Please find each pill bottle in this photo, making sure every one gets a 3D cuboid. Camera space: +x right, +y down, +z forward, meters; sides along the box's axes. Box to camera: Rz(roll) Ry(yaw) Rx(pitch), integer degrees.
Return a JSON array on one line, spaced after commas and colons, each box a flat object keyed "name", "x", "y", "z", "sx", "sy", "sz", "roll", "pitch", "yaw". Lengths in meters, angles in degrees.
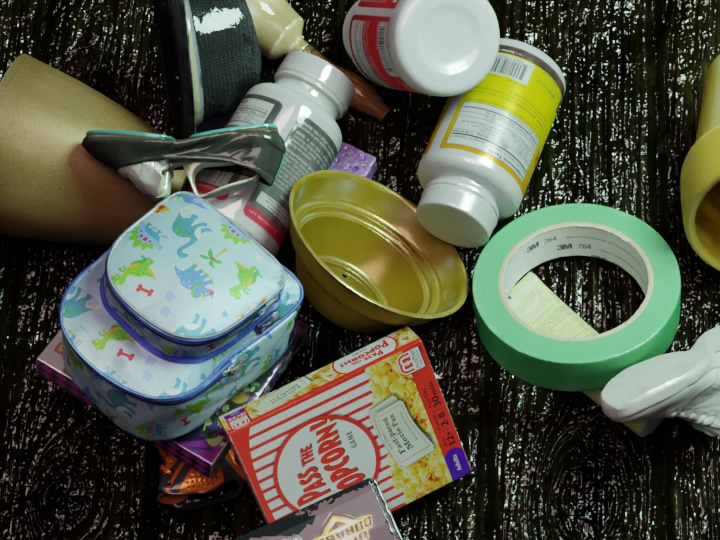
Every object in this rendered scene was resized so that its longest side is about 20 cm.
[{"name": "pill bottle", "x": -0.087, "y": -0.117, "z": 1.745, "sx": 0.111, "sy": 0.111, "sz": 0.200, "roll": 26, "pitch": 75, "yaw": 16}, {"name": "pill bottle", "x": 0.126, "y": -0.126, "z": 1.745, "sx": 0.109, "sy": 0.109, "sz": 0.200, "roll": 18, "pitch": 65, "yaw": 13}, {"name": "pill bottle", "x": 0.053, "y": -0.237, "z": 1.757, "sx": 0.112, "sy": 0.200, "sz": 0.112, "roll": -3, "pitch": 100, "yaw": -19}]

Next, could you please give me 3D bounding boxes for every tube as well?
[{"name": "tube", "x": 0.215, "y": 0.082, "z": 1.700, "sx": 0.200, "sy": 0.058, "sz": 0.052, "roll": 39, "pitch": 116, "yaw": 23}]

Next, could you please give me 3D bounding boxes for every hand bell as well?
[{"name": "hand bell", "x": -0.051, "y": -0.223, "z": 1.843, "sx": 0.200, "sy": 0.104, "sz": 0.104, "roll": 39, "pitch": 77, "yaw": 6}]

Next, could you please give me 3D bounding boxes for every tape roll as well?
[{"name": "tape roll", "x": 0.209, "y": 0.024, "z": 1.689, "sx": 0.200, "sy": 0.048, "sz": 0.201, "roll": -5, "pitch": 50, "yaw": 6}]

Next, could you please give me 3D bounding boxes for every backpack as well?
[{"name": "backpack", "x": -0.173, "y": 0.038, "z": 1.596, "sx": 0.183, "sy": 0.147, "sz": 0.200, "roll": 39, "pitch": 63, "yaw": 15}]

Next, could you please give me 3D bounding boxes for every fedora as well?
[{"name": "fedora", "x": -0.152, "y": -0.222, "z": 1.764, "sx": 0.091, "sy": 0.201, "sz": 0.201, "roll": -10, "pitch": 67, "yaw": -11}]

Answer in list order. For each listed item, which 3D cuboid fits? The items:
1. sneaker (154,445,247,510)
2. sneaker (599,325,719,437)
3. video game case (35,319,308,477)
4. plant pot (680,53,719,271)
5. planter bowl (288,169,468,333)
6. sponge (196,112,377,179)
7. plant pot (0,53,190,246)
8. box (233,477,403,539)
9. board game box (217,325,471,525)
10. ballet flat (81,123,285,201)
[{"name": "sneaker", "x": -0.195, "y": 0.165, "z": 1.697, "sx": 0.200, "sy": 0.078, "sz": 0.112, "roll": 16, "pitch": 70, "yaw": 13}, {"name": "sneaker", "x": 0.310, "y": 0.118, "z": 1.623, "sx": 0.200, "sy": 0.075, "sz": 0.089, "roll": -20, "pitch": 106, "yaw": -31}, {"name": "video game case", "x": -0.179, "y": 0.076, "z": 1.679, "sx": 0.200, "sy": 0.036, "sz": 0.181, "roll": 31, "pitch": 60, "yaw": 8}, {"name": "plant pot", "x": 0.407, "y": -0.120, "z": 1.686, "sx": 0.200, "sy": 0.201, "sz": 0.189, "roll": -1, "pitch": 53, "yaw": 6}, {"name": "planter bowl", "x": 0.000, "y": 0.000, "z": 1.702, "sx": 0.200, "sy": 0.200, "sz": 0.084, "roll": 48, "pitch": 125, "yaw": 21}, {"name": "sponge", "x": -0.093, "y": -0.111, "z": 1.819, "sx": 0.200, "sy": 0.030, "sz": 0.112, "roll": 28, "pitch": 74, "yaw": 16}, {"name": "plant pot", "x": -0.276, "y": -0.102, "z": 1.773, "sx": 0.200, "sy": 0.186, "sz": 0.187, "roll": 17, "pitch": 71, "yaw": -2}, {"name": "box", "x": -0.036, "y": 0.316, "z": 1.558, "sx": 0.200, "sy": 0.050, "sz": 0.199, "roll": -23, "pitch": 66, "yaw": -3}, {"name": "board game box", "x": -0.013, "y": 0.164, "z": 1.635, "sx": 0.200, "sy": 0.152, "sz": 0.046, "roll": -26, "pitch": 23, "yaw": -8}, {"name": "ballet flat", "x": -0.171, "y": -0.103, "z": 1.661, "sx": 0.200, "sy": 0.068, "sz": 0.069, "roll": -2, "pitch": 81, "yaw": 11}]
